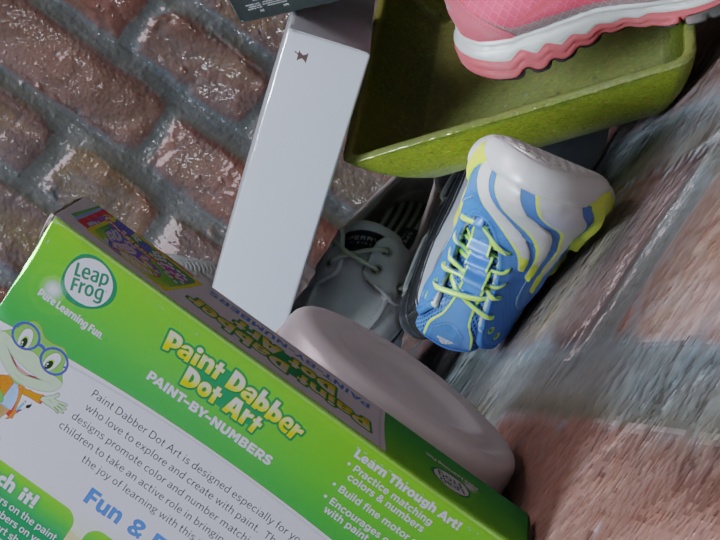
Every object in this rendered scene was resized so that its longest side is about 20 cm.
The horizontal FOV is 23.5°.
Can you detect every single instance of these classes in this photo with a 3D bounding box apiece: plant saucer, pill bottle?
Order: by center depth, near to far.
[{"bbox_3d":[-0.036,0.125,0.702,0.201,0.112,0.112,-55,3,9],"label":"pill bottle"},{"bbox_3d":[0.100,-0.130,0.982,0.198,0.048,0.201,-15,37,22],"label":"plant saucer"}]

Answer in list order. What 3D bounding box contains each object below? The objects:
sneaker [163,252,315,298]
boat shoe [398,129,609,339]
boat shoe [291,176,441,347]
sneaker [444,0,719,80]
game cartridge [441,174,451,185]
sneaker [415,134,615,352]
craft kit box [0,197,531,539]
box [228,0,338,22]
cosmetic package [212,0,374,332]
[{"bbox_3d":[-0.122,0.062,1.159,0.199,0.081,0.147,-4,-40,-36],"label":"sneaker"},{"bbox_3d":[0.083,-0.044,1.029,0.068,0.073,0.201,-15,48,63],"label":"boat shoe"},{"bbox_3d":[0.000,0.000,1.049,0.200,0.073,0.067,-60,-25,-53],"label":"boat shoe"},{"bbox_3d":[0.130,-0.168,0.886,0.199,0.087,0.074,-20,36,14],"label":"sneaker"},{"bbox_3d":[0.065,-0.048,1.254,0.133,0.041,0.200,-51,-15,-8],"label":"game cartridge"},{"bbox_3d":[0.075,-0.005,0.881,0.200,0.075,0.106,50,-118,-85],"label":"sneaker"},{"bbox_3d":[-0.075,0.112,0.617,0.198,0.199,0.049,-54,2,16],"label":"craft kit box"},{"bbox_3d":[0.027,-0.199,0.910,0.160,0.044,0.199,-40,20,-24],"label":"box"},{"bbox_3d":[-0.042,-0.057,0.994,0.151,0.051,0.201,-80,8,-68],"label":"cosmetic package"}]
